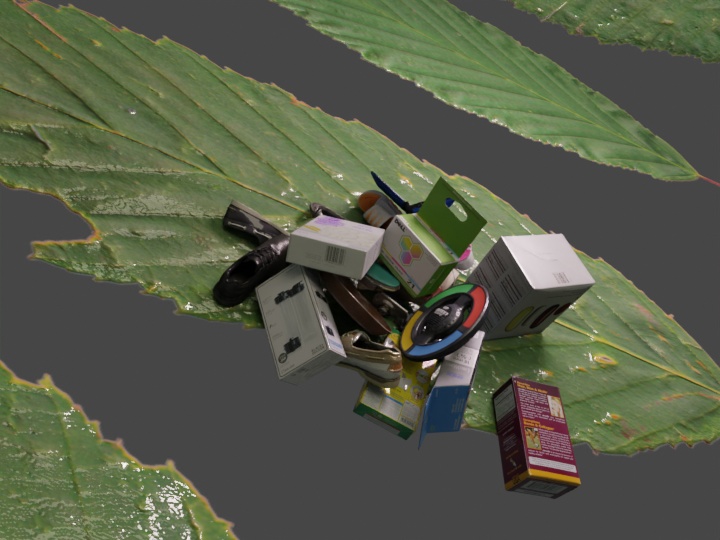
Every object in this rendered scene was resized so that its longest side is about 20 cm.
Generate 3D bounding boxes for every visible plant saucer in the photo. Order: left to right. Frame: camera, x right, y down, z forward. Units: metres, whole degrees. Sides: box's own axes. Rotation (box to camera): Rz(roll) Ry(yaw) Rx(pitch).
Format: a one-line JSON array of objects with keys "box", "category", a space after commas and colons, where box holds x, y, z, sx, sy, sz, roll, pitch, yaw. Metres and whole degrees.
[{"box": [-0.016, 0.058, 1.077, 0.200, 0.034, 0.200, 46, 3, -4], "category": "plant saucer"}]

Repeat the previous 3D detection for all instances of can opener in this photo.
[{"box": [0.113, 0.106, 1.158, 0.200, 0.053, 0.067, 37, 46, 6], "category": "can opener"}]

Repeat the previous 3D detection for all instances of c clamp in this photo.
[{"box": [-0.037, -0.101, 1.236, 0.200, 0.027, 0.171, 32, 18, 7], "category": "c clamp"}]

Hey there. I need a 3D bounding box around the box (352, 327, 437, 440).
[{"box": [0.073, 0.209, 1.055, 0.117, 0.048, 0.200, 28, 47, 0], "category": "box"}]

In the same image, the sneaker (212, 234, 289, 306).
[{"box": [-0.195, -0.011, 1.065, 0.076, 0.091, 0.200, 42, 55, 3], "category": "sneaker"}]

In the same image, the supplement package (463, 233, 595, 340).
[{"box": [0.369, 0.037, 1.241, 0.190, 0.200, 0.148, -4, 54, -28], "category": "supplement package"}]

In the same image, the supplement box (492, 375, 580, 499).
[{"box": [0.333, 0.320, 1.058, 0.110, 0.086, 0.201, 15, 47, -14], "category": "supplement box"}]

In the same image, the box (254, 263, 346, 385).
[{"box": [-0.113, 0.093, 1.007, 0.060, 0.116, 0.201, 36, 26, -54], "category": "box"}]

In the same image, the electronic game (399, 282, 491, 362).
[{"box": [0.158, 0.096, 1.038, 0.042, 0.200, 0.200, 51, 42, -18], "category": "electronic game"}]

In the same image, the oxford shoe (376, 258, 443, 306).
[{"box": [0.113, 0.042, 1.201, 0.200, 0.075, 0.070, 44, 36, 15], "category": "oxford shoe"}]

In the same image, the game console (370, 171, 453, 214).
[{"box": [0.127, -0.191, 1.307, 0.170, 0.200, 0.119, -16, 90, 6], "category": "game console"}]

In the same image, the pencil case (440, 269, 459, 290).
[{"box": [0.133, -0.016, 1.249, 0.200, 0.090, 0.078, 41, 14, 5], "category": "pencil case"}]

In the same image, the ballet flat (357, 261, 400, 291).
[{"box": [0.000, 0.000, 1.178, 0.200, 0.072, 0.072, 37, 44, 23], "category": "ballet flat"}]

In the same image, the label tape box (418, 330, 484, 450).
[{"box": [0.171, 0.223, 1.014, 0.063, 0.145, 0.200, 15, 43, 15], "category": "label tape box"}]

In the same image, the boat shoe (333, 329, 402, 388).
[{"box": [-0.010, 0.144, 1.009, 0.199, 0.069, 0.075, 19, 18, 25], "category": "boat shoe"}]

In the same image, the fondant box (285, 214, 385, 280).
[{"box": [-0.042, -0.050, 1.056, 0.144, 0.059, 0.200, 14, 17, 8], "category": "fondant box"}]

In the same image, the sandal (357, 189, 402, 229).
[{"box": [0.069, -0.111, 1.307, 0.207, 0.079, 0.059, 42, 46, 8], "category": "sandal"}]

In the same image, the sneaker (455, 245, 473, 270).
[{"box": [0.206, -0.063, 1.341, 0.081, 0.088, 0.200, -35, 46, 0], "category": "sneaker"}]

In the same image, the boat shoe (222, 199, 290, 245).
[{"box": [-0.202, -0.075, 1.171, 0.200, 0.073, 0.063, 32, 88, -5], "category": "boat shoe"}]

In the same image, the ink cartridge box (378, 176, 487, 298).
[{"box": [0.136, -0.068, 1.108, 0.076, 0.200, 0.148, -12, 53, -46], "category": "ink cartridge box"}]
